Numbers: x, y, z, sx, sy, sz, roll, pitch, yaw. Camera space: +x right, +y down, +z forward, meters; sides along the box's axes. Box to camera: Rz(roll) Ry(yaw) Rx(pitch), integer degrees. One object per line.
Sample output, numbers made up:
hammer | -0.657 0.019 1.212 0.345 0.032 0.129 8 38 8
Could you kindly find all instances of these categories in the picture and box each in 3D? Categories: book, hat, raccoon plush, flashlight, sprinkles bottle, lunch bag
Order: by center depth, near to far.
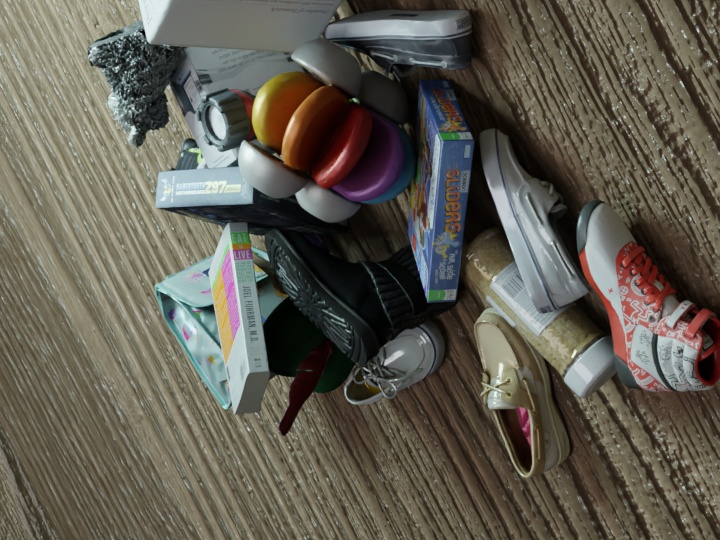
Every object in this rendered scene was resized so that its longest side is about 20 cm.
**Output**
sprinkles bottle | 0.191 0.042 1.138 0.200 0.068 0.068 47 142 22
flashlight | -0.090 -0.195 1.226 0.068 0.199 0.068 28 132 40
raccoon plush | -0.239 -0.217 1.250 0.199 0.097 0.135 10 127 51
book | -0.148 0.060 1.322 0.134 0.048 0.201 114 149 -59
hat | -0.027 0.128 1.323 0.176 0.199 0.166 52 170 41
lunch bag | -0.176 0.064 1.524 0.200 0.170 0.122 53 145 9

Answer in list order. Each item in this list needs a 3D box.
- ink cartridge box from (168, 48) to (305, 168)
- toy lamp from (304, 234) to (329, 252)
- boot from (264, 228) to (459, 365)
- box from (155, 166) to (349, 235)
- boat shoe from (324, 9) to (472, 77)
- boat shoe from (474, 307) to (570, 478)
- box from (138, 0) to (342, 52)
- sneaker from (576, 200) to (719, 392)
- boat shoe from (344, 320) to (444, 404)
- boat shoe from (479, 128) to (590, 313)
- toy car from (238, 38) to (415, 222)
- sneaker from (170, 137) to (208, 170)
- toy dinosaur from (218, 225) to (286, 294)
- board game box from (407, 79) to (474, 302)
ink cartridge box | -0.153 -0.239 1.325 0.086 0.146 0.201 -26 90 57
toy lamp | -0.119 -0.064 1.473 0.200 0.058 0.059 35 136 37
boot | 0.000 0.002 1.277 0.211 0.157 0.080 47 153 17
box | -0.130 -0.084 1.327 0.157 0.199 0.051 -1 81 34
boat shoe | 0.039 -0.243 1.152 0.199 0.072 0.068 10 119 40
boat shoe | 0.175 0.142 1.220 0.074 0.069 0.201 -19 96 54
box | -0.128 -0.363 1.130 0.171 0.199 0.200 -45 54 54
sneaker | 0.282 0.024 1.015 0.108 0.067 0.203 0 115 50
boat shoe | 0.030 0.127 1.378 0.075 0.086 0.202 58 145 6
boat shoe | 0.180 -0.059 1.096 0.065 0.074 0.201 -22 82 17
toy car | -0.019 -0.137 1.157 0.150 0.199 0.176 36 99 44
sneaker | -0.235 -0.158 1.545 0.083 0.071 0.200 60 145 7
toy dinosaur | -0.103 0.009 1.409 0.199 0.061 0.106 35 160 -18
board game box | 0.084 -0.085 1.157 0.136 0.034 0.201 -102 12 -52
